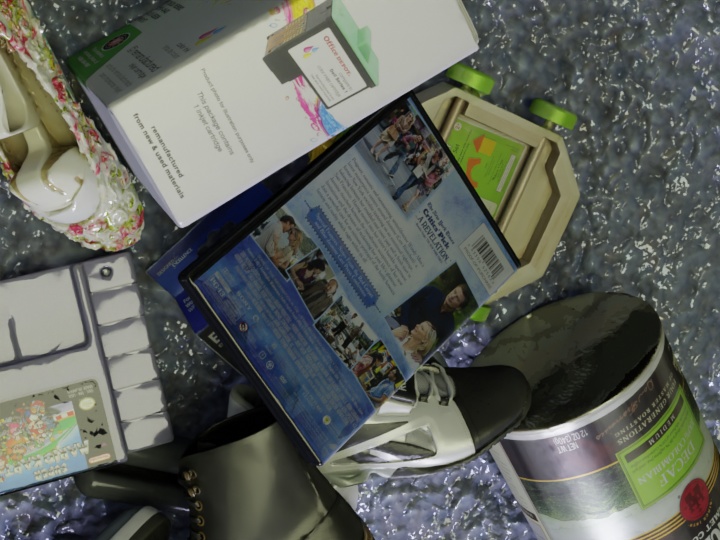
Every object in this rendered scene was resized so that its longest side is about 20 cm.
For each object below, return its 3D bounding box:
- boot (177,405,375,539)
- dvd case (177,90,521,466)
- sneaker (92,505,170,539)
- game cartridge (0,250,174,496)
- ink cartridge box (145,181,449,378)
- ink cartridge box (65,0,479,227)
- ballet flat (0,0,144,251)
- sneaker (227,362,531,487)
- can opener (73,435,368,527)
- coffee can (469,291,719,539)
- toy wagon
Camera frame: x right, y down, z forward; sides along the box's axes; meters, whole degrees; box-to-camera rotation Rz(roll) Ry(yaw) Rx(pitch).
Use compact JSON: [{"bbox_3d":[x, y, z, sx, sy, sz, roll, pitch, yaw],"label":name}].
[{"bbox_3d":[-0.103,0.172,0.874,0.200,0.077,0.138,-31,111,-6],"label":"boot"},{"bbox_3d":[0.000,0.000,0.867,0.200,0.018,0.143,-43,108,-27],"label":"dvd case"},{"bbox_3d":[-0.223,0.201,0.892,0.200,0.121,0.084,-46,159,-23],"label":"sneaker"},{"bbox_3d":[-0.223,0.072,0.869,0.200,0.038,0.130,-14,91,-17],"label":"game cartridge"},{"bbox_3d":[-0.037,0.038,0.938,0.099,0.039,0.200,-43,116,8],"label":"ink cartridge box"},{"bbox_3d":[-0.054,-0.125,0.825,0.200,0.145,0.084,-32,116,-9],"label":"ink cartridge box"},{"bbox_3d":[-0.193,-0.081,0.824,0.076,0.064,0.200,-18,118,20],"label":"ballet flat"},{"bbox_3d":[0.011,0.084,0.908,0.200,0.074,0.089,-15,120,-6],"label":"sneaker"},{"bbox_3d":[-0.086,0.148,0.946,0.200,0.067,0.053,15,101,-25],"label":"can opener"},{"bbox_3d":[0.176,0.137,1.001,0.146,0.146,0.200,-34,115,-8],"label":"coffee can"},{"bbox_3d":[0.052,-0.059,0.948,0.200,0.040,0.155,20,99,-25],"label":"toy wagon"}]
